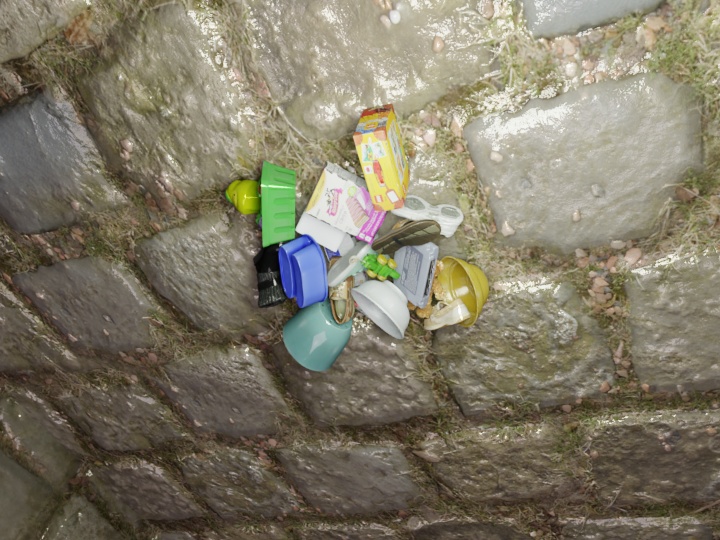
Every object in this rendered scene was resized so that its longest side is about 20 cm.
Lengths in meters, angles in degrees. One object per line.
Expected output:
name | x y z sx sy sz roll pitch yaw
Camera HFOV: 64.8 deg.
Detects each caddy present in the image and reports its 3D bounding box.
caddy | -0.149 0.001 1.568 0.141 0.103 0.204 33 135 46

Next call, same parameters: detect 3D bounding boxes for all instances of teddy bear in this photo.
teddy bear | 0.175 0.049 1.630 0.146 0.066 0.201 51 139 19

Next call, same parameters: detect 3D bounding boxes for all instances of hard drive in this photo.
hard drive | -0.079 -0.164 1.540 0.130 0.026 0.202 27 117 -8

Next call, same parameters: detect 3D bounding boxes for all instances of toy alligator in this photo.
toy alligator | 0.035 -0.022 1.529 0.198 0.055 0.059 20 121 -42

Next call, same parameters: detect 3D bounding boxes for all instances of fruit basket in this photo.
fruit basket | -0.273 -0.185 1.535 0.210 0.157 0.220 -3 127 -4

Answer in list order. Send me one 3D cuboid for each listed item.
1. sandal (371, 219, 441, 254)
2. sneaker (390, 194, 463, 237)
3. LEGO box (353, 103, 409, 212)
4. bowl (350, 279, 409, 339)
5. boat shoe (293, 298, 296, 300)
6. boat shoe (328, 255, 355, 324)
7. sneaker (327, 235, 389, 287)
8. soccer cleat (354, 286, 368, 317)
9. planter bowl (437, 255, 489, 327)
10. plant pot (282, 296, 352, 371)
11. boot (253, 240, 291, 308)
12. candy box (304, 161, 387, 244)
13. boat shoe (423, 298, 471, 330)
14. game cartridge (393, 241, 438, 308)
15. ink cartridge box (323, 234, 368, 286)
sandal | 0.115 -0.096 1.470 0.197 0.056 0.081 -21 138 34
sneaker | 0.167 -0.131 1.502 0.195 0.079 0.101 16 134 2
LEGO box | 0.056 -0.271 1.366 0.075 0.150 0.203 -6 126 18
bowl | 0.072 0.093 1.608 0.200 0.091 0.202 41 165 13
boat shoe | -0.206 0.010 1.712 0.071 0.075 0.203 12 129 4
boat shoe | -0.057 0.061 1.646 0.074 0.074 0.205 -1 112 21
sneaker | 0.000 0.000 1.597 0.200 0.074 0.119 -43 122 -7
soccer cleat | 0.015 0.105 1.738 0.195 0.070 0.086 16 137 0
planter bowl | 0.298 0.047 1.575 0.082 0.201 0.204 -18 133 -20
plant pot | -0.117 0.180 1.753 0.199 0.202 0.161 35 121 -15
boot | -0.248 0.010 1.644 0.078 0.162 0.211 0 159 -27
candy box | -0.029 -0.175 1.480 0.196 0.061 0.138 25 118 -8
boat shoe | 0.236 0.120 1.585 0.199 0.072 0.071 -29 78 60
game cartridge | 0.145 -0.012 1.552 0.132 0.040 0.204 37 135 34
ink cartridge box | -0.048 -0.040 1.655 0.092 0.037 0.203 -6 127 19
